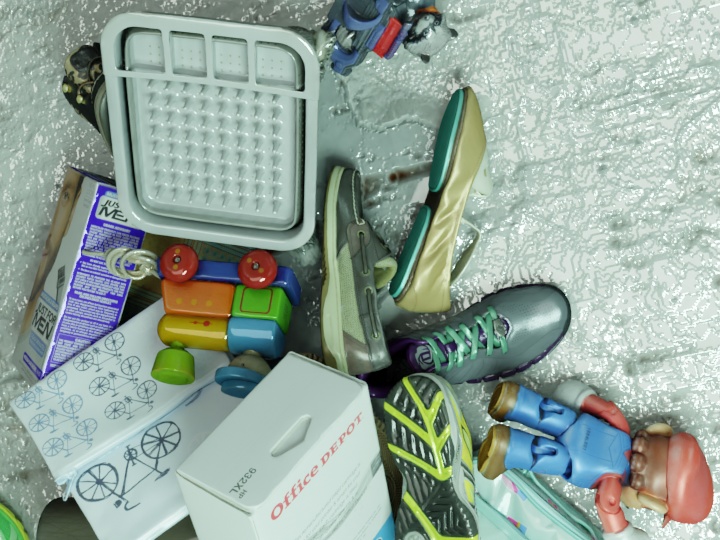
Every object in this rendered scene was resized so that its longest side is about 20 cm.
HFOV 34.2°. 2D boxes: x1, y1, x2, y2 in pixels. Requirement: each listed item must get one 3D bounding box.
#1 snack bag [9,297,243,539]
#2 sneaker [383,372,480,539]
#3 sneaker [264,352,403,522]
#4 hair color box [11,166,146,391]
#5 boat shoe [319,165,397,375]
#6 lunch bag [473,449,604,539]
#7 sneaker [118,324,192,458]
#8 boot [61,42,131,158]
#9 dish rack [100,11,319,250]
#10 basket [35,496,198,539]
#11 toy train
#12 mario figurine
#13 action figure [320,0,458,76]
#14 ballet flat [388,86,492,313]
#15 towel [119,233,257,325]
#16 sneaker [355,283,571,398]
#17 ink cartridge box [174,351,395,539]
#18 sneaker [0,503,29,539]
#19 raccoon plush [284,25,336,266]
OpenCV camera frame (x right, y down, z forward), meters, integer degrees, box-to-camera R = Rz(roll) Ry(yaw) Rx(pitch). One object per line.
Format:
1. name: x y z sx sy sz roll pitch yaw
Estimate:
1. snack bag: -0.182 0.130 1.005 0.187 0.022 0.200 -33 58 -13
2. sneaker: 0.070 0.182 0.957 0.074 0.076 0.203 -2 93 25
3. sneaker: -0.031 0.155 1.062 0.108 0.070 0.201 -7 123 54
4. hair color box: -0.263 0.012 1.099 0.109 0.064 0.202 23 95 59
5. boat shoe: 0.000 0.000 1.021 0.065 0.072 0.203 -2 60 4
6. lunch bag: 0.130 0.257 1.006 0.199 0.077 0.161 39 103 13
7. sneaker: -0.166 0.120 1.079 0.200 0.079 0.079 50 145 34
8. boot: -0.214 -0.147 1.042 0.073 0.200 0.150 -46 65 -2
9. dish rack: -0.114 -0.115 0.934 0.169 0.044 0.202 7 127 5
10. basket: -0.165 0.259 1.071 0.198 0.181 0.137 -16 47 11
11. toy train: -0.157 0.045 1.002 0.197 0.085 0.117 4 67 11
12. mario figurine: 0.195 0.166 0.973 0.198 0.106 0.125 19 94 0
13. action figure: 0.021 -0.270 1.000 0.195 0.104 0.200 57 148 1
14. ballet flat: 0.082 -0.058 1.027 0.062 0.069 0.202 16 101 -11
15. towel: -0.181 0.015 1.130 0.145 0.022 0.202 22 98 16
16. sneaker: 0.086 0.071 1.007 0.198 0.087 0.075 -25 85 18
17. ink cartridge box: -0.051 0.190 0.927 0.083 0.145 0.202 20 138 31
18. sneaker: -0.375 0.327 1.172 0.073 0.083 0.203 -8 89 18
19. raccoon plush: -0.060 -0.123 1.052 0.096 0.201 0.134 24 59 40
